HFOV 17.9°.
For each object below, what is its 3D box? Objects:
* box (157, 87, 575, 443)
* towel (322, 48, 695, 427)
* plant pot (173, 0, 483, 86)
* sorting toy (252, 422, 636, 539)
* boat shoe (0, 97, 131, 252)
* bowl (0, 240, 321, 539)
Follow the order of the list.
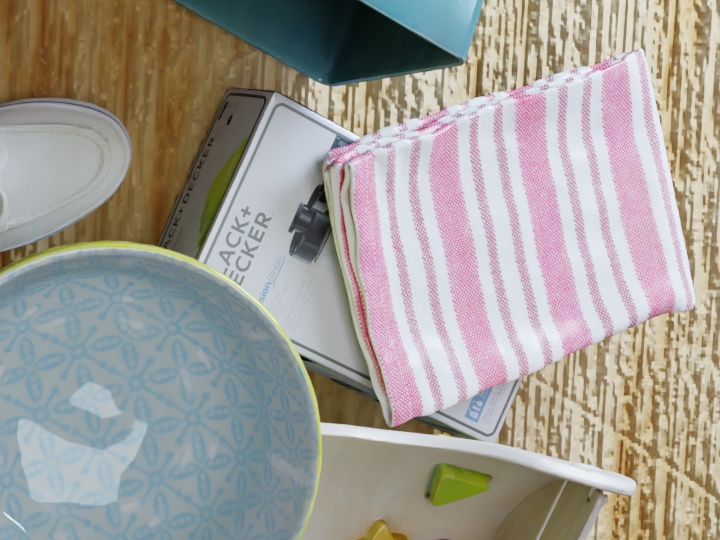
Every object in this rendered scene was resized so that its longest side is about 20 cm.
[{"bbox_3d":[0.000,0.000,1.181,0.200,0.060,0.117,28,83,-26],"label":"box"},{"bbox_3d":[0.082,-0.018,1.170,0.200,0.030,0.147,-20,105,-24],"label":"towel"},{"bbox_3d":[-0.002,-0.214,1.113,0.141,0.141,0.200,28,76,-26],"label":"plant pot"},{"bbox_3d":[0.009,0.152,1.168,0.180,0.107,0.200,19,104,-25],"label":"sorting toy"},{"bbox_3d":[-0.196,-0.036,1.076,0.199,0.070,0.071,-12,102,-24],"label":"boat shoe"},{"bbox_3d":[-0.126,0.076,1.095,0.199,0.108,0.201,-2,101,-12],"label":"bowl"}]
